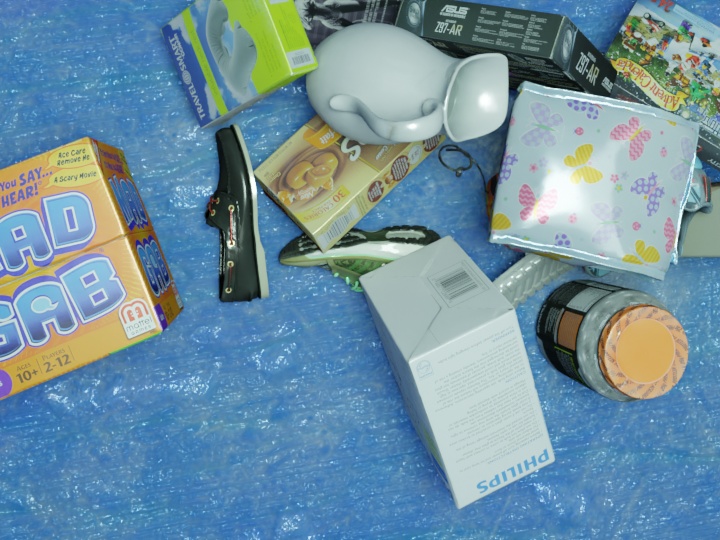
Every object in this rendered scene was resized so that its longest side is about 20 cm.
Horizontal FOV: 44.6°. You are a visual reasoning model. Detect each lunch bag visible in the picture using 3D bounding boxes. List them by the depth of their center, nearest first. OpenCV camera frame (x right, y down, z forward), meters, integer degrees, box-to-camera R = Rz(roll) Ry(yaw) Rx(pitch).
[{"bbox_3d":[0.242,-0.089,0.922,0.195,0.127,0.174,11,93,7],"label":"lunch bag"}]

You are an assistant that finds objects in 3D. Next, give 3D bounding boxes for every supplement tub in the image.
[{"bbox_3d":[0.287,0.079,1.012,0.119,0.200,0.126,-1,95,-7],"label":"supplement tub"}]

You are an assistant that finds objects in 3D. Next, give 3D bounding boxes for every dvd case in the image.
[{"bbox_3d":[-0.030,-0.291,0.989,0.195,0.150,0.016,8,53,-8],"label":"dvd case"}]

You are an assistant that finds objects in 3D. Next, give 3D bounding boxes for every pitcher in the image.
[{"bbox_3d":[0.027,-0.178,0.886,0.170,0.197,0.124,-30,128,-44],"label":"pitcher"}]

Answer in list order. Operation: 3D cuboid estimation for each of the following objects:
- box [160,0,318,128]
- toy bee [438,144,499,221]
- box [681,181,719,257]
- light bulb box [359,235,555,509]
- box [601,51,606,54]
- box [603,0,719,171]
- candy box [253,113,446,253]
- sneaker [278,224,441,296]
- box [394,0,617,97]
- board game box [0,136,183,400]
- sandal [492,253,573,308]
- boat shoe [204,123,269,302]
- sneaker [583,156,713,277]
[{"bbox_3d":[-0.140,-0.238,0.949,0.047,0.198,0.124,-27,97,-43],"label":"box"},{"bbox_3d":[0.191,-0.093,1.045,0.196,0.110,0.132,22,51,13],"label":"toy bee"},{"bbox_3d":[0.405,-0.060,1.008,0.093,0.199,0.080,-11,95,-27],"label":"box"},{"bbox_3d":[0.103,0.106,0.968,0.122,0.199,0.203,-23,119,-4],"label":"light bulb box"},{"bbox_3d":[0.301,-0.212,1.047,0.195,0.082,0.070,-4,72,-8],"label":"box"},{"bbox_3d":[0.372,-0.214,0.992,0.198,0.038,0.138,32,73,5],"label":"box"},{"bbox_3d":[-0.011,-0.132,1.003,0.199,0.055,0.115,-43,66,-8],"label":"candy box"},{"bbox_3d":[0.000,0.000,1.044,0.194,0.077,0.091,0,111,-2],"label":"sneaker"},{"bbox_3d":[0.156,-0.235,0.943,0.197,0.159,0.045,21,93,37],"label":"box"},{"bbox_3d":[-0.324,-0.004,0.934,0.196,0.200,0.204,-22,95,-4],"label":"board game box"},{"bbox_3d":[0.225,-0.025,1.070,0.200,0.083,0.050,-34,54,-10],"label":"sandal"},{"bbox_3d":[-0.148,-0.064,1.014,0.062,0.074,0.207,-8,99,-14],"label":"boat shoe"},{"bbox_3d":[0.317,-0.043,0.992,0.078,0.201,0.097,-3,56,-27],"label":"sneaker"}]
